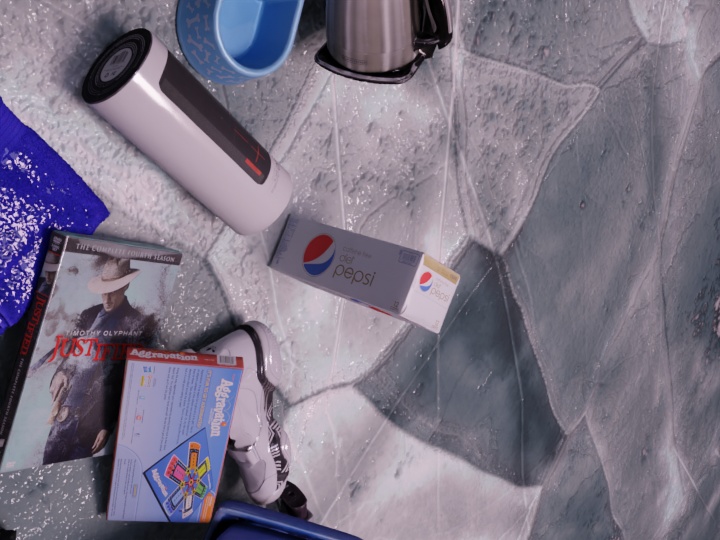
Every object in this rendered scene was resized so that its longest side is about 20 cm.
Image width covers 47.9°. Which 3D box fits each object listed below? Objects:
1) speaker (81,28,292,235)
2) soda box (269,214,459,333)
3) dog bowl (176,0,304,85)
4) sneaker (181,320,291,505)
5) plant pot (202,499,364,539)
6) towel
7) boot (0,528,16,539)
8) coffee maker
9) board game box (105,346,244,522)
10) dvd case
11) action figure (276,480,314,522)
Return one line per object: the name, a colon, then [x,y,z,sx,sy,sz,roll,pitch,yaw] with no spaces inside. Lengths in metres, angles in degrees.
speaker: [-0.148,-0.116,0.726,0.200,0.081,0.082,45,71,-43]
soda box: [0.000,0.000,0.824,0.068,0.199,0.064,27,84,-46]
dog bowl: [-0.097,-0.270,0.746,0.111,0.049,0.202,11,95,-47]
sneaker: [-0.138,0.159,0.833,0.114,0.075,0.202,-14,109,-40]
plant pot: [-0.092,0.357,0.808,0.198,0.180,0.201,19,118,-9]
towel: [-0.298,-0.058,0.614,0.148,0.049,0.200,-53,134,-18]
boot: [-0.366,0.255,0.616,0.166,0.200,0.077,13,104,-12]
coffee maker: [0.019,-0.313,0.767,0.201,0.133,0.193,89,1,-48]
board game box: [-0.175,0.159,0.754,0.102,0.020,0.202,7,121,-16]
dvd case: [-0.235,0.071,0.708,0.146,0.022,0.202,11,97,-63]
action figure: [-0.073,0.352,0.968,0.130,0.069,0.202,-39,132,-39]
